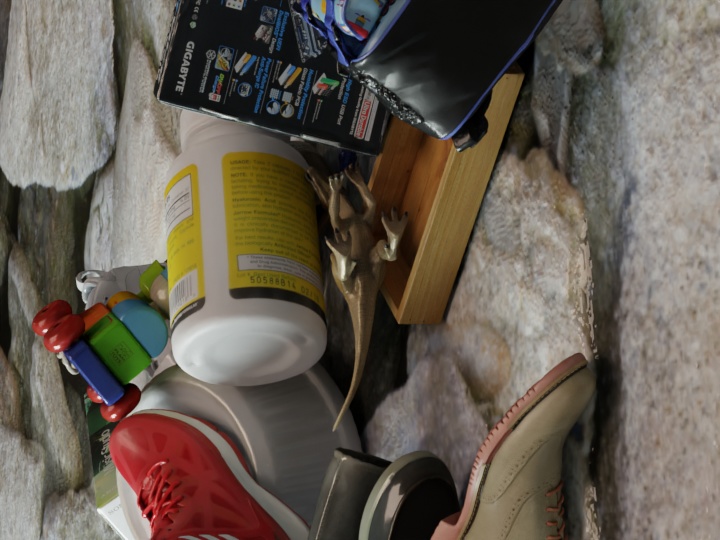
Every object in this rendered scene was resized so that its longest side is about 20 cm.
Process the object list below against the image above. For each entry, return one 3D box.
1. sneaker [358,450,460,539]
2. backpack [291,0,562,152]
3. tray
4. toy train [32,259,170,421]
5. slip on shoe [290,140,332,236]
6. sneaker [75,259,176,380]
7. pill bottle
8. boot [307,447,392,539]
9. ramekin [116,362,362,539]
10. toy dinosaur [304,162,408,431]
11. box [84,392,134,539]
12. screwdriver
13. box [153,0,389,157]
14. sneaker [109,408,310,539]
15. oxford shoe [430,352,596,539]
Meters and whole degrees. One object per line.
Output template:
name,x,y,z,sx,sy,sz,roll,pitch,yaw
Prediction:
sneaker,0.054,0.224,1.363,0.106,0.074,0.201,30,123,54
backpack,0.042,-0.193,1.263,0.183,0.134,0.200,-53,25,8
tray,0.050,-0.073,1.399,0.099,0.037,0.201,-118,37,-47
toy train,-0.185,0.036,1.611,0.085,0.116,0.200,52,173,-16
slip on shoe,-0.078,-0.005,1.621,0.061,0.076,0.201,47,115,31
sneaker,-0.182,0.074,1.817,0.075,0.114,0.201,118,144,-46
pill bottle,-0.085,-0.028,1.503,0.111,0.111,0.201,128,143,-54
boot,-0.004,0.230,1.451,0.072,0.182,0.201,11,81,23
ramekin,-0.099,0.152,1.573,0.202,0.094,0.204,5,97,42
toy dinosaur,0.000,0.000,1.425,0.101,0.058,0.201,100,165,-58
box,-0.170,0.188,1.735,0.145,0.036,0.200,52,-175,-25
screwdriver,-0.010,-0.055,1.544,0.029,0.028,0.201,15,106,35
box,-0.040,-0.192,1.407,0.046,0.158,0.201,-134,57,-77
sneaker,-0.131,0.164,1.461,0.199,0.115,0.079,30,113,33
oxford shoe,0.104,0.138,1.267,0.074,0.071,0.201,39,126,22
